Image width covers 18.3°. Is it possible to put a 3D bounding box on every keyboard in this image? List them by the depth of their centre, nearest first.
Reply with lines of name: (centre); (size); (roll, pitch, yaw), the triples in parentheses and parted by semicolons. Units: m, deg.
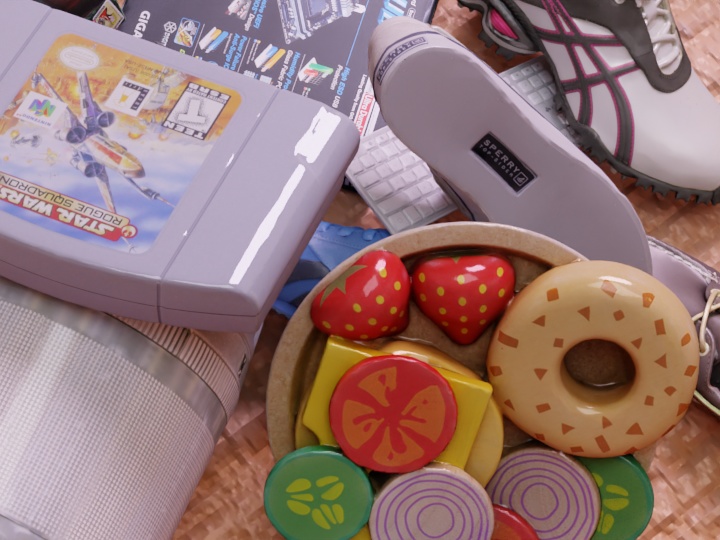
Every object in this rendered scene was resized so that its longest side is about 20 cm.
keyboard: (0.069, -0.071, 1.167); (0.200, 0.011, 0.056); (-27, 69, -40)

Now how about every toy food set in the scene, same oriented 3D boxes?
toy food set: (0.053, 0.073, 1.079); (0.200, 0.049, 0.198); (15, 110, -7)

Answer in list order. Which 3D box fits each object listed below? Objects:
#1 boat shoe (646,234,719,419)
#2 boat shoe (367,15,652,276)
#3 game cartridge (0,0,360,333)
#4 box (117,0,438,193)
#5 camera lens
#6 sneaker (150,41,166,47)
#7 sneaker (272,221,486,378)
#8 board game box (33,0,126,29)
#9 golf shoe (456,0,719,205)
boat shoe: (0.191, 0.044, 1.147); (0.072, 0.060, 0.200); (-41, 77, -18)
boat shoe: (0.071, -0.050, 1.103); (0.071, 0.070, 0.200); (-42, 119, 10)
game cartridge: (-0.116, -0.047, 1.008); (0.200, 0.042, 0.133); (20, 50, 12)
box: (-0.037, -0.157, 1.215); (0.159, 0.046, 0.200); (17, 68, 2)
camera lens: (-0.151, 0.071, 1.053); (0.160, 0.160, 0.200); (23, 68, 4)
sneaker: (-0.135, -0.086, 1.135); (0.200, 0.074, 0.085); (32, 90, 31)
sneaker: (0.000, 0.000, 1.130); (0.200, 0.066, 0.079); (32, 104, 4)
board game box: (-0.218, -0.123, 1.141); (0.200, 0.023, 0.105); (23, 65, 42)
golf shoe: (0.136, -0.118, 1.177); (0.200, 0.088, 0.077); (43, 46, 2)
